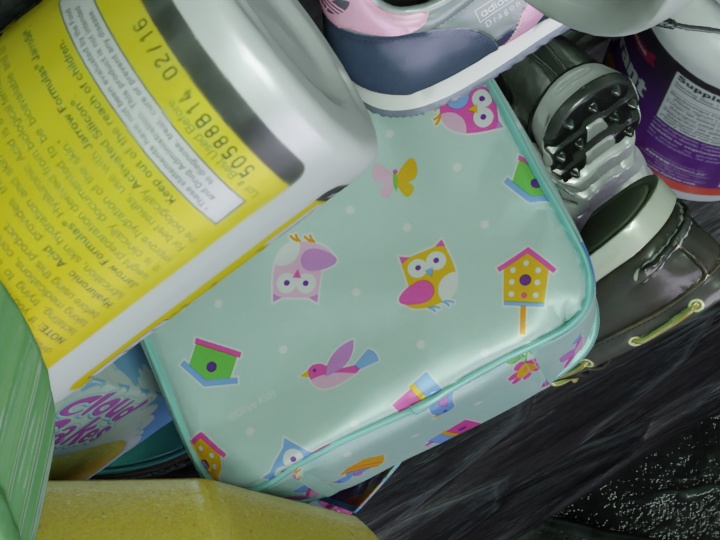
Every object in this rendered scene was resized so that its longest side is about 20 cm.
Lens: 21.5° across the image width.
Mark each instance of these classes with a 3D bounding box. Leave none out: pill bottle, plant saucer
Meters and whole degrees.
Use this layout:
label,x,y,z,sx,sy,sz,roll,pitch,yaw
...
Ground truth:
label,x,y,z,sx,sy,sz,roll,pitch,yaw
pill bottle,-0.102,-0.023,0.639,0.200,0.112,0.111,-37,164,12
pill bottle,0.182,-0.119,0.912,0.111,0.112,0.200,-29,164,-13
plant saucer,-0.092,0.120,0.799,0.199,0.049,0.200,-3,165,24

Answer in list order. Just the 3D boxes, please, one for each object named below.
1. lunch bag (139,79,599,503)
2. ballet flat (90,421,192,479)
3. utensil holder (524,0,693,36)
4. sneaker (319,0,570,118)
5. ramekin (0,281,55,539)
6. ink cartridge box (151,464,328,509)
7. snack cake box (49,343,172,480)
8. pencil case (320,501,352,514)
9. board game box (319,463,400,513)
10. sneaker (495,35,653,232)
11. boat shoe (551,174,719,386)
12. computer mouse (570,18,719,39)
label,x,y,z,sx,sy,sz,roll,pitch,yaw
lunch bag,0.000,0.000,0.836,0.199,0.161,0.077,-28,160,4
ballet flat,-0.079,0.060,1.021,0.200,0.072,0.072,-29,164,-12
utensil holder,0.106,-0.181,0.478,0.200,0.170,0.170,-32,165,-13
sneaker,0.071,-0.139,0.717,0.200,0.070,0.082,-39,150,-6
ramekin,-0.187,0.060,0.570,0.200,0.200,0.098,-42,-158,31
ink cartridge box,-0.127,0.132,0.992,0.199,0.119,0.042,-7,121,-32
snack cake box,-0.165,0.055,0.837,0.115,0.067,0.200,-34,164,9
pencil case,0.025,0.059,1.110,0.200,0.094,0.091,-39,-178,-26
board game box,0.015,0.041,0.950,0.158,0.039,0.200,-56,-173,-9
sneaker,0.100,-0.060,0.955,0.066,0.091,0.200,-35,150,-8
boat shoe,0.099,0.025,0.916,0.201,0.061,0.072,-38,-166,53
computer mouse,0.137,-0.115,0.800,0.199,0.034,0.059,13,163,-10
